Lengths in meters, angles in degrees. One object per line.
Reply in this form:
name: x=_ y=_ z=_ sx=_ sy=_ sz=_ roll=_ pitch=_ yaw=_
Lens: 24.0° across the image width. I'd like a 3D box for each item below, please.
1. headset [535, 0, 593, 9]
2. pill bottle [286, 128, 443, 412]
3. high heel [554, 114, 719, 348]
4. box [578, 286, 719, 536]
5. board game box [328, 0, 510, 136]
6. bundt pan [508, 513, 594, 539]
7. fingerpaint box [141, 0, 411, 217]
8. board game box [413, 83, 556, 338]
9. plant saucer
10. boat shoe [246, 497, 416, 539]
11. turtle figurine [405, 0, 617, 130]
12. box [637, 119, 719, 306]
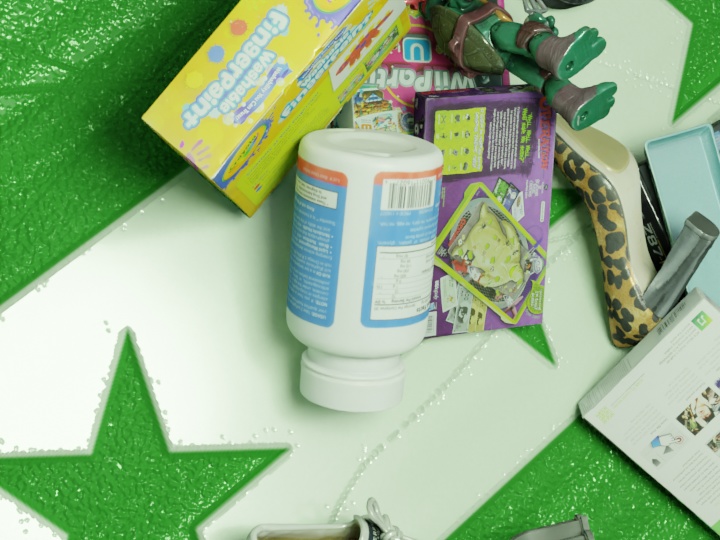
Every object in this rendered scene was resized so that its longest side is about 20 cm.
headset: x=0.155 y=-0.313 z=1.437 sx=0.200 sy=0.094 sz=0.124 roll=40 pitch=64 yaw=-26
pill bottle: x=0.000 y=0.000 z=1.292 sx=0.111 sy=0.112 sz=0.202 roll=-1 pitch=107 yaw=-23
high heel: x=0.195 y=-0.034 z=1.443 sx=0.200 sy=0.143 sz=0.071 roll=42 pitch=35 yaw=22
box: x=0.303 y=0.129 z=1.425 sx=0.200 sy=0.036 sz=0.144 roll=41 pitch=105 yaw=-12
board game box: x=0.046 y=-0.182 z=1.391 sx=0.146 sy=0.064 sz=0.202 roll=0 pitch=83 yaw=-23
bundt pan: x=0.144 y=0.291 z=1.297 sx=0.075 sy=0.202 sz=0.204 roll=-5 pitch=83 yaw=0
fingerpaint box: x=-0.057 y=-0.149 z=1.251 sx=0.073 sy=0.167 sz=0.200 roll=40 pitch=89 yaw=9
board game box: x=0.097 y=-0.047 z=1.364 sx=0.119 sy=0.032 sz=0.202 roll=-4 pitch=110 yaw=-18
plant saucer: x=0.295 y=-0.021 z=1.445 sx=0.069 sy=0.019 sz=0.202 roll=-16 pitch=89 yaw=-20
boat shoe: x=0.005 y=0.215 z=1.287 sx=0.200 sy=0.087 sz=0.075 roll=7 pitch=35 yaw=-16
turtle figurine: x=0.110 y=-0.194 z=1.319 sx=0.101 sy=0.200 sz=0.150 roll=-50 pitch=145 yaw=5
box: x=0.340 y=-0.054 z=1.502 sx=0.199 sy=0.049 sz=0.162 roll=-27 pitch=92 yaw=-22
